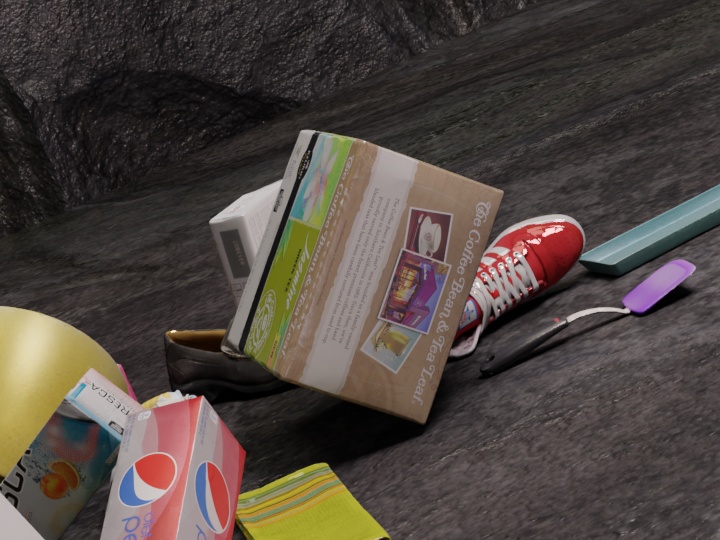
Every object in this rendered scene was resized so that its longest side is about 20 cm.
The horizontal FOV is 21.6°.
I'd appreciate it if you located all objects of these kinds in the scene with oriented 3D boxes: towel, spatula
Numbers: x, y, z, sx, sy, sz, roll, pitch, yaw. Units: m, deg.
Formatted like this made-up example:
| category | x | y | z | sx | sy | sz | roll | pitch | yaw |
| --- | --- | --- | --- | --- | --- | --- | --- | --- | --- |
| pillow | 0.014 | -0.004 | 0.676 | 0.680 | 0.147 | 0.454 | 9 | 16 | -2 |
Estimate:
| category | x | y | z | sx | sy | sz | roll | pitch | yaw |
| --- | --- | --- | --- | --- | --- | --- | --- | --- | --- |
| towel | -0.041 | 0.185 | 1.393 | 0.086 | 0.018 | 0.200 | -25 | 13 | -9 |
| spatula | 0.190 | 0.041 | 1.592 | 0.199 | 0.021 | 0.057 | -24 | 15 | -5 |

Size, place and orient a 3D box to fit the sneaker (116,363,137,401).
| category | x | y | z | sx | sy | sz | roll | pitch | yaw |
| --- | --- | --- | --- | --- | --- | --- | --- | --- | --- |
| sneaker | -0.263 | 0.137 | 1.836 | 0.087 | 0.074 | 0.200 | -24 | 8 | -12 |

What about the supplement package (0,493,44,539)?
| category | x | y | z | sx | sy | sz | roll | pitch | yaw |
| --- | --- | --- | --- | --- | --- | --- | --- | --- | --- |
| supplement package | -0.297 | 0.245 | 1.162 | 0.200 | 0.147 | 0.191 | -40 | 11 | 10 |

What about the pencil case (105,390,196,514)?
| category | x | y | z | sx | sy | sz | roll | pitch | yaw |
| --- | --- | --- | --- | --- | --- | --- | --- | --- | --- |
| pencil case | -0.157 | 0.164 | 1.514 | 0.091 | 0.083 | 0.200 | -54 | 10 | 9 |

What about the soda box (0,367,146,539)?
| category | x | y | z | sx | sy | sz | roll | pitch | yaw |
| --- | --- | --- | --- | --- | --- | --- | --- | --- | --- |
| soda box | -0.246 | 0.175 | 1.460 | 0.200 | 0.064 | 0.068 | -53 | 3 | 21 |

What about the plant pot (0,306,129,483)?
| category | x | y | z | sx | sy | sz | roll | pitch | yaw |
| --- | --- | --- | --- | --- | --- | --- | --- | --- | --- |
| plant pot | -0.316 | 0.152 | 1.664 | 0.199 | 0.200 | 0.142 | -16 | 40 | 23 |

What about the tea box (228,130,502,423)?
| category | x | y | z | sx | sy | sz | roll | pitch | yaw |
| --- | --- | --- | --- | --- | --- | --- | --- | --- | --- |
| tea box | 0.000 | 0.000 | 1.570 | 0.133 | 0.201 | 0.197 | 19 | 0 | -19 |

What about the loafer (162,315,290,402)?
| category | x | y | z | sx | sy | sz | roll | pitch | yaw |
| --- | --- | --- | --- | --- | --- | --- | --- | --- | --- |
| loafer | -0.110 | 0.078 | 1.815 | 0.199 | 0.073 | 0.073 | -14 | 14 | 28 |

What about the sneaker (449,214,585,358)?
| category | x | y | z | sx | sy | sz | roll | pitch | yaw |
| --- | --- | --- | --- | --- | --- | --- | --- | --- | --- |
| sneaker | 0.116 | 0.018 | 1.694 | 0.200 | 0.071 | 0.112 | -29 | 8 | 5 |

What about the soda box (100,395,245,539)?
| category | x | y | z | sx | sy | sz | roll | pitch | yaw |
| --- | --- | --- | --- | --- | --- | --- | --- | --- | --- |
| soda box | -0.129 | 0.183 | 1.246 | 0.063 | 0.070 | 0.200 | -15 | 43 | 20 |

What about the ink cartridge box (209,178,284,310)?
| category | x | y | z | sx | sy | sz | roll | pitch | yaw |
| --- | --- | --- | --- | --- | --- | --- | --- | --- | --- |
| ink cartridge box | -0.068 | -0.012 | 1.917 | 0.057 | 0.163 | 0.200 | -10 | 17 | 25 |

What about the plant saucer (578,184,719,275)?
| category | x | y | z | sx | sy | sz | roll | pitch | yaw |
| --- | --- | --- | --- | --- | --- | --- | --- | --- | --- |
| plant saucer | 0.300 | -0.043 | 1.761 | 0.200 | 0.019 | 0.070 | -26 | 13 | -19 |
